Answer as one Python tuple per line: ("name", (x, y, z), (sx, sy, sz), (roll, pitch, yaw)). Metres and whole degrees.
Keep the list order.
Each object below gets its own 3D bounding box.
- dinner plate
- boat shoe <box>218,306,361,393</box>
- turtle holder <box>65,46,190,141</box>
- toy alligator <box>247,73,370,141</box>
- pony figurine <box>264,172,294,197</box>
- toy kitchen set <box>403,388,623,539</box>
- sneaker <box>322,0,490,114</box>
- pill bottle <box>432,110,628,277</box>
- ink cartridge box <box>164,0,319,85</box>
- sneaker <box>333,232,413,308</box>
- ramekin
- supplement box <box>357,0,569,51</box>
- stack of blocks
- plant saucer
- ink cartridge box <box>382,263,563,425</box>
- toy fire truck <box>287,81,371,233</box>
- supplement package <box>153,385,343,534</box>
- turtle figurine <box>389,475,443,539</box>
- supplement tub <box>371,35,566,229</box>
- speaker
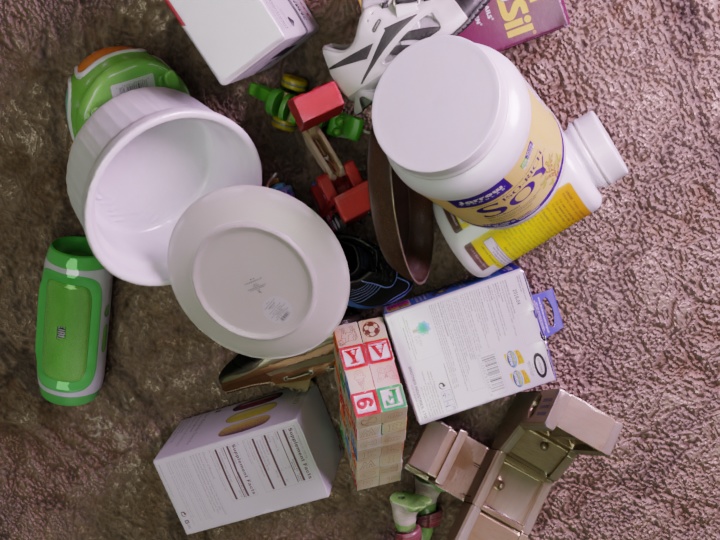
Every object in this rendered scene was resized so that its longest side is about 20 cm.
("dinner plate", (-0.109, 0.009, 0.986), (0.197, 0.024, 0.203), (5, 119, 9))
("boat shoe", (-0.079, 0.115, 1.172), (0.198, 0.076, 0.075), (-22, 106, 17))
("turtle holder", (-0.257, -0.170, 1.088), (0.141, 0.132, 0.186), (-45, 139, -4))
("toy alligator", (-0.040, -0.172, 1.081), (0.198, 0.054, 0.060), (21, 111, 3))
("pony figurine", (-0.116, 0.002, 1.115), (0.199, 0.166, 0.194), (-36, 91, 34))
("toy kitchen set", (0.152, 0.222, 1.070), (0.162, 0.180, 0.202), (29, 79, -2))
("sneaker", (0.046, -0.244, 0.922), (0.199, 0.074, 0.089), (-35, 101, 19))
("pill bottle", (0.185, -0.086, 1.039), (0.199, 0.109, 0.110), (-32, 100, 18))
("ink cartridge box", (-0.127, -0.283, 0.985), (0.083, 0.200, 0.145), (-32, 100, 14))
("sneaker", (0.000, 0.000, 1.060), (0.077, 0.198, 0.071), (-17, 75, 45))
("ramekin", (-0.212, -0.094, 1.010), (0.098, 0.199, 0.203), (42, 118, 42))
("supplement box", (0.104, -0.283, 0.993), (0.197, 0.103, 0.132), (-18, 103, 15))
("stack of blocks", (0.009, 0.160, 1.114), (0.058, 0.116, 0.201), (-11, 145, -8))
("plant saucer", (0.043, -0.085, 1.017), (0.034, 0.200, 0.203), (-4, 107, 15))
("ink cartridge box", (0.138, 0.078, 1.097), (0.197, 0.076, 0.138), (-18, 97, 3))
("toy fire truck", (-0.033, -0.115, 1.035), (0.048, 0.200, 0.142), (-26, 91, -9))
("supplement package", (-0.137, 0.234, 1.199), (0.197, 0.114, 0.111), (-18, 105, 14))
("turtle figurine", (0.098, 0.369, 1.188), (0.142, 0.200, 0.197), (-7, 105, -23))
("supplement tub", (0.106, -0.128, 0.910), (0.143, 0.199, 0.148), (-5, 79, 26))
("speaker", (-0.360, 0.064, 1.200), (0.087, 0.089, 0.203), (12, 110, 6))
